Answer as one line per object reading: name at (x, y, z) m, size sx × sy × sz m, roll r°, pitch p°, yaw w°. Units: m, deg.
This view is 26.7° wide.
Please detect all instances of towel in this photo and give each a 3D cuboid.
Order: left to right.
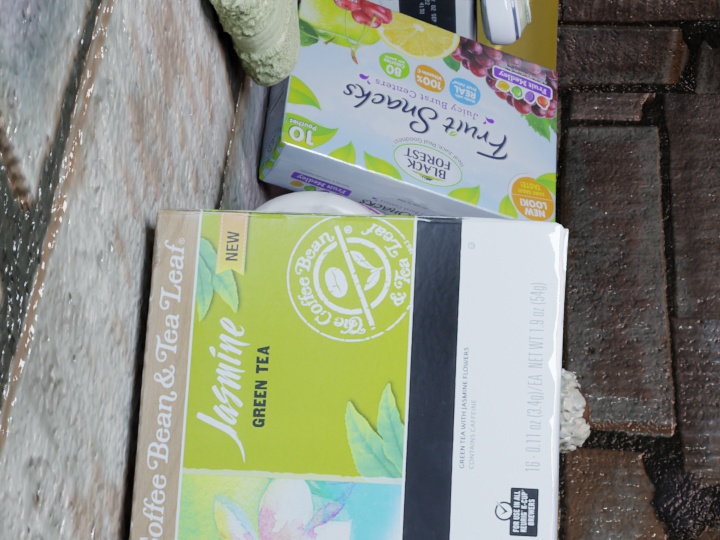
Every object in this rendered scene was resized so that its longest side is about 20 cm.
towel at (-0.057, -0.221, 0.878) m, size 0.148 × 0.036 × 0.201 m, roll 63°, pitch 30°, yaw -75°

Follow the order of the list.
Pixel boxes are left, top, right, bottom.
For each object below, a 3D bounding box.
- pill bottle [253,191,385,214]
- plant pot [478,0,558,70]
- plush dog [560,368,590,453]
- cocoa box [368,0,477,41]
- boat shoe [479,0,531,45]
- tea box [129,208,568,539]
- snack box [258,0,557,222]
pill bottle at (-0.019, 0.010, 0.946) m, size 0.200 × 0.112 × 0.113 m, roll 3°, pitch 88°, yaw -83°
plant pot at (0.097, -0.228, 1.637) m, size 0.177 × 0.199 × 0.201 m, roll -64°, pitch 157°, yaw -47°
plush dog at (0.070, 0.075, 1.232) m, size 0.172 × 0.160 × 0.200 m, roll 51°, pitch 8°, yaw -30°
cocoa box at (0.023, -0.185, 1.156) m, size 0.132 × 0.133 × 0.201 m, roll -83°, pitch 171°, yaw -51°
boat shoe at (0.116, -0.249, 1.116) m, size 0.072 × 0.062 × 0.201 m, roll 79°, pitch 12°, yaw -55°
tea box at (-0.001, 0.084, 0.737) m, size 0.134 × 0.196 × 0.201 m, roll 67°, pitch 25°, yaw -77°
snack box at (0.037, -0.100, 1.037) m, size 0.053 × 0.199 × 0.143 m, roll 132°, pitch -31°, yaw -54°
